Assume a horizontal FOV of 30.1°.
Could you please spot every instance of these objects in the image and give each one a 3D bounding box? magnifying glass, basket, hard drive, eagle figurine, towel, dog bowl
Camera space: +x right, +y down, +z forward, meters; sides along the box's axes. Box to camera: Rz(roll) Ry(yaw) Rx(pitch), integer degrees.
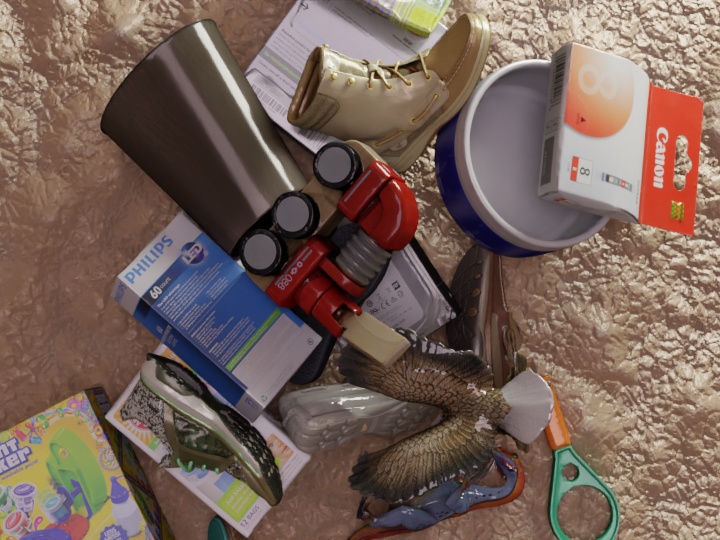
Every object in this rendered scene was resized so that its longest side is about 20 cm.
[{"bbox_3d":[0.229,0.216,1.484,0.078,0.022,0.203,-19,88,-2],"label":"magnifying glass"},{"bbox_3d":[-0.153,-0.128,1.409,0.201,0.136,0.180,50,123,8],"label":"basket"},{"bbox_3d":[0.000,0.000,1.456,0.139,0.038,0.202,-33,88,18],"label":"hard drive"},{"bbox_3d":[0.085,0.145,1.351,0.197,0.152,0.153,0,124,-24],"label":"eagle figurine"},{"bbox_3d":[0.008,-0.334,1.452,0.199,0.144,0.023,33,129,-3],"label":"towel"},{"bbox_3d":[0.181,-0.117,1.434,0.197,0.079,0.204,4,80,-23],"label":"dog bowl"}]

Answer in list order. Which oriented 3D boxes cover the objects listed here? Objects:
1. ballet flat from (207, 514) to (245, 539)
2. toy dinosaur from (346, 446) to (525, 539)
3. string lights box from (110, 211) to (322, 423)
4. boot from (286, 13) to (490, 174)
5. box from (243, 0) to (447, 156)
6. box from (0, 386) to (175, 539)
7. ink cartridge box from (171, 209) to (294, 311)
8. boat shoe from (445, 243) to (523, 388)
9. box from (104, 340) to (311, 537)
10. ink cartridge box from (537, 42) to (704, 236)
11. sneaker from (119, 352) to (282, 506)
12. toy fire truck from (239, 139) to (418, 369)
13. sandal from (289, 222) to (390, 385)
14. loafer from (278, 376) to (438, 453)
[{"bbox_3d":[-0.126,0.362,1.456,0.064,0.070,0.204,-3,90,-28],"label":"ballet flat"},{"bbox_3d":[0.085,0.245,1.472,0.179,0.106,0.202,11,125,-13],"label":"toy dinosaur"},{"bbox_3d":[-0.149,0.048,1.381,0.200,0.059,0.103,41,62,2],"label":"string lights box"},{"bbox_3d":[0.028,-0.204,1.390,0.154,0.073,0.201,21,127,-27],"label":"boot"},{"bbox_3d":[-0.023,-0.231,1.486,0.155,0.041,0.201,36,88,-1],"label":"box"},{"bbox_3d":[-0.329,0.255,1.418,0.198,0.122,0.195,-27,88,-2],"label":"box"},{"bbox_3d":[-0.146,0.035,1.462,0.199,0.059,0.104,40,87,0],"label":"ink cartridge box"},{"bbox_3d":[0.138,0.072,1.468,0.071,0.075,0.204,4,90,-26],"label":"boat shoe"},{"bbox_3d":[-0.161,0.174,1.435,0.199,0.101,0.113,40,87,0],"label":"box"},{"bbox_3d":[0.287,-0.134,1.413,0.197,0.050,0.165,12,77,-18],"label":"ink cartridge box"},{"bbox_3d":[-0.163,0.176,1.357,0.200,0.077,0.089,42,99,6],"label":"sneaker"},{"bbox_3d":[-0.002,-0.007,1.328,0.200,0.129,0.176,44,98,12],"label":"toy fire truck"},{"bbox_3d":[-0.030,0.029,1.432,0.076,0.043,0.201,40,111,18],"label":"sandal"},{"bbox_3d":[0.004,0.141,1.430,0.198,0.070,0.070,-5,46,-37],"label":"loafer"}]
